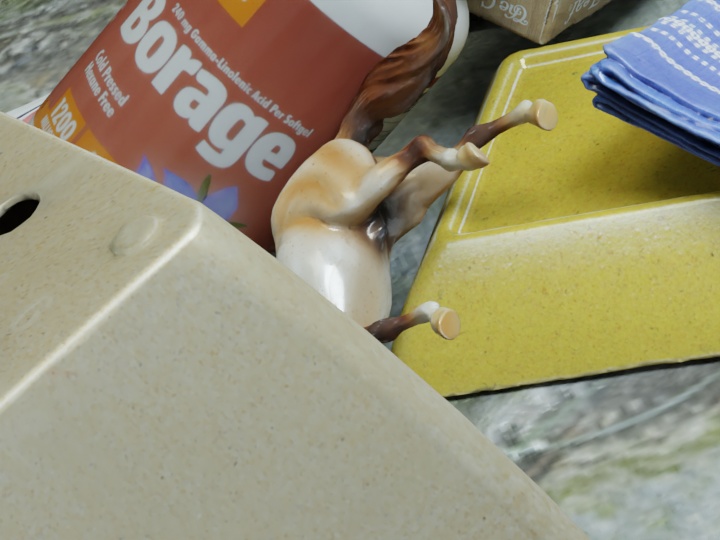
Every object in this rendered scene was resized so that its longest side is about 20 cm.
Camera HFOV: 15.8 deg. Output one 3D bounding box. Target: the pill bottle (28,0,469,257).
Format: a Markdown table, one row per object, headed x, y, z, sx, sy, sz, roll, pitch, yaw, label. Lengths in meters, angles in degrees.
| x | y | z | sx | sy | sz | roll | pitch | yaw | label |
| --- | --- | --- | --- | --- | --- | --- | --- | --- | --- |
| -0.031 | -0.089 | 1.006 | 0.200 | 0.112 | 0.112 | -48 | 23 | 18 | pill bottle |

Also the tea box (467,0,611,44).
| x | y | z | sx | sy | sz | roll | pitch | yaw | label |
| --- | --- | --- | --- | --- | --- | --- | --- | --- | --- |
| 0.088 | -0.230 | 1.084 | 0.133 | 0.198 | 0.200 | 27 | 34 | 20 | tea box |

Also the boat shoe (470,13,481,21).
| x | y | z | sx | sy | sz | roll | pitch | yaw | label |
| --- | --- | --- | --- | --- | --- | --- | --- | --- | --- |
| -0.008 | -0.147 | 1.226 | 0.199 | 0.076 | 0.074 | -2 | 28 | 18 | boat shoe |

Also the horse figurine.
| x | y | z | sx | sy | sz | roll | pitch | yaw | label |
| --- | --- | --- | --- | --- | --- | --- | --- | --- | --- |
| 0.000 | 0.000 | 0.919 | 0.132 | 0.050 | 0.201 | -12 | 57 | 47 | horse figurine |

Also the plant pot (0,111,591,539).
| x | y | z | sx | sy | sz | roll | pitch | yaw | label |
| --- | --- | --- | --- | --- | --- | --- | --- | --- | --- |
| -0.074 | 0.077 | 0.669 | 0.200 | 0.177 | 0.200 | -43 | 33 | -15 | plant pot |

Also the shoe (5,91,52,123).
| x | y | z | sx | sy | sz | roll | pitch | yaw | label |
| --- | --- | --- | --- | --- | --- | --- | --- | --- | --- |
| -0.089 | -0.061 | 1.133 | 0.199 | 0.072 | 0.091 | -33 | 31 | -9 | shoe |

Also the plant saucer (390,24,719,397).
| x | y | z | sx | sy | sz | roll | pitch | yaw | label |
| --- | --- | --- | --- | --- | --- | --- | --- | --- | --- |
| 0.112 | -0.040 | 0.973 | 0.199 | 0.049 | 0.200 | -10 | 30 | 22 | plant saucer |

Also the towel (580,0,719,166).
| x | y | z | sx | sy | sz | roll | pitch | yaw | label |
| --- | --- | --- | --- | --- | --- | --- | --- | --- | --- |
| 0.189 | -0.078 | 0.930 | 0.144 | 0.024 | 0.200 | 29 | 42 | 28 | towel |
